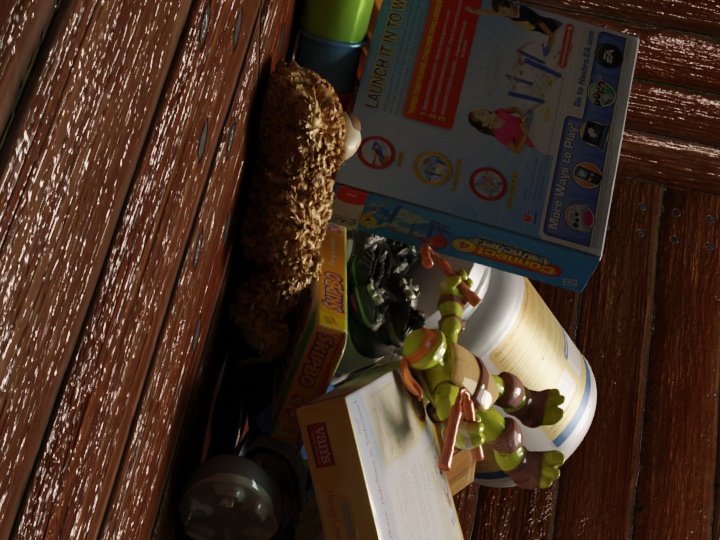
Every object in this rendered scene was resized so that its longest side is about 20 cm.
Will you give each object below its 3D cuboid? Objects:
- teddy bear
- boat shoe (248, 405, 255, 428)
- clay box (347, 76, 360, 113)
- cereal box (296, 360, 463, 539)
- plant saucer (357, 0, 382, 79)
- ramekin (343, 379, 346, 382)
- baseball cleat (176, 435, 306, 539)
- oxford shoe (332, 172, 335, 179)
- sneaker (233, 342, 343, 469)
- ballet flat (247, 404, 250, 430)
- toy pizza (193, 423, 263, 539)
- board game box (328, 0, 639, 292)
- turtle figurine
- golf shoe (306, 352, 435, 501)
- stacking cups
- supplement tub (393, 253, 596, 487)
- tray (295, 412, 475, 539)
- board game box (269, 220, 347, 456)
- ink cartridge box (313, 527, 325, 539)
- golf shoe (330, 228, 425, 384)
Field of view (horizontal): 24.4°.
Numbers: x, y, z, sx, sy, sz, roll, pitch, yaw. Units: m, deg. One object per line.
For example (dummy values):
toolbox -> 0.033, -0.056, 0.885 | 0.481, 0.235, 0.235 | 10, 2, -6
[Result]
teddy bear -> -0.043, -0.038, 1.116 | 0.145, 0.066, 0.201 | -81, -178, -82
boat shoe -> -0.075, 0.168, 1.372 | 0.084, 0.068, 0.201 | -76, 174, -80
clay box -> 0.029, -0.125, 1.407 | 0.200, 0.047, 0.115 | 40, 23, -46
cereal box -> 0.017, 0.141, 1.089 | 0.200, 0.039, 0.145 | -14, 90, -74
plant saucer -> 0.038, -0.165, 1.354 | 0.200, 0.037, 0.201 | 52, 17, -24
ramekin -> 0.003, 0.021, 1.475 | 0.200, 0.104, 0.202 | -168, -90, -75
baseball cleat -> -0.075, 0.144, 1.090 | 0.200, 0.069, 0.107 | 92, 9, -60
oxford shoe -> -0.035, -0.089, 1.390 | 0.075, 0.070, 0.200 | -52, -173, 15
sneaker -> -0.060, 0.062, 1.260 | 0.066, 0.078, 0.201 | -39, -149, 17
ballet flat -> -0.061, 0.053, 1.399 | 0.067, 0.046, 0.201 | -68, 169, -75
toy pizza -> -0.103, 0.211, 1.238 | 0.200, 0.031, 0.202 | 11, 90, -83
board game box -> 0.091, -0.105, 1.213 | 0.056, 0.195, 0.201 | 108, -2, -61
turtle figurine -> 0.076, 0.089, 1.143 | 0.064, 0.161, 0.201 | -33, -143, 24
golf shoe -> 0.000, 0.141, 1.276 | 0.097, 0.078, 0.201 | -51, 166, -39
stacking cups -> -0.028, -0.156, 1.219 | 0.061, 0.060, 0.201 | -74, 180, -68
supplement tub -> 0.088, 0.064, 1.336 | 0.200, 0.144, 0.145 | 52, 36, -35
tray -> 0.000, 0.184, 1.249 | 0.199, 0.037, 0.099 | -34, 156, -16
board game box -> -0.035, 0.036, 1.161 | 0.200, 0.030, 0.096 | -96, -154, -60
ink cartridge box -> -0.046, 0.263, 1.169 | 0.200, 0.050, 0.161 | -53, 163, 7
golf shoe -> 0.000, 0.000, 1.248 | 0.088, 0.077, 0.200 | -45, -161, 30
